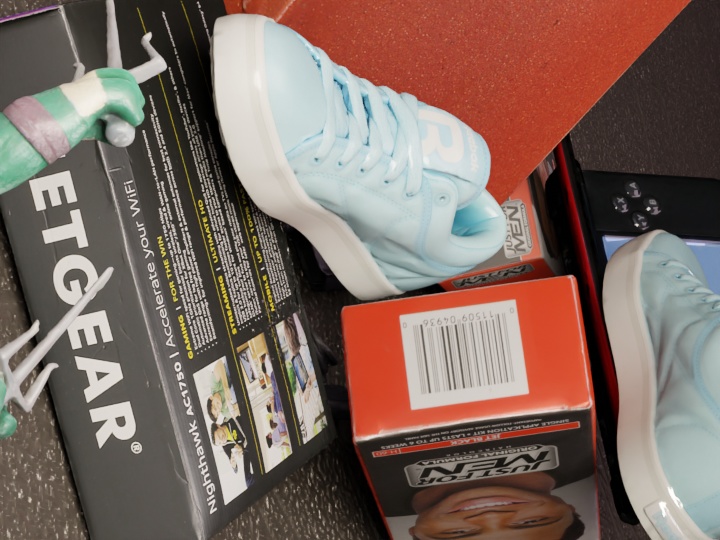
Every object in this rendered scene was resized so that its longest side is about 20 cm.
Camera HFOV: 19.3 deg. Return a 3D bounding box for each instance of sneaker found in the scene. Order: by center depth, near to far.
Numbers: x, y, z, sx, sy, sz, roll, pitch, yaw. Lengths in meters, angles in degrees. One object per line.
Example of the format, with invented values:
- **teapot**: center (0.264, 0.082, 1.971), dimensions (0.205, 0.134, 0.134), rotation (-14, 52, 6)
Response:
- **sneaker**: center (0.006, -0.052, 0.852), dimensions (0.200, 0.081, 0.075), rotation (43, 35, -62)
- **sneaker**: center (0.157, 0.041, 0.917), dimensions (0.074, 0.082, 0.201), rotation (49, 24, -29)

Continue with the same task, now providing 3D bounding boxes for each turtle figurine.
- **turtle figurine**: center (-0.127, 0.006, 0.632), dimensions (0.150, 0.100, 0.201), rotation (113, -10, -45)

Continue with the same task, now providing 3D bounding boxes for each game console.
- **game console**: center (0.161, 0.013, 1.057), dimensions (0.171, 0.119, 0.202), rotation (2, 60, -22)

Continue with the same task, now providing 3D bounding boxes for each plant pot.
- **plant pot**: center (0.017, -0.170, 0.938), dimensions (0.175, 0.200, 0.201), rotation (11, 38, -51)

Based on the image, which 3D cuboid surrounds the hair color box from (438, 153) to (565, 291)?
- **hair color box**: center (0.078, -0.031, 1.181), dimensions (0.200, 0.061, 0.103), rotation (35, 44, -75)

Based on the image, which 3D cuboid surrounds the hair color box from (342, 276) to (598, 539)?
- **hair color box**: center (0.054, 0.073, 0.946), dimensions (0.200, 0.100, 0.062), rotation (71, 12, -67)

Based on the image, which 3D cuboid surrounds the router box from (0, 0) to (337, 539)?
- **router box**: center (-0.077, -0.007, 0.820), dimensions (0.149, 0.051, 0.202), rotation (-29, 106, -69)

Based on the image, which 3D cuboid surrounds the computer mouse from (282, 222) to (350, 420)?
- **computer mouse**: center (0.000, 0.000, 1.027), dimensions (0.200, 0.046, 0.142), rotation (6, 70, -68)
